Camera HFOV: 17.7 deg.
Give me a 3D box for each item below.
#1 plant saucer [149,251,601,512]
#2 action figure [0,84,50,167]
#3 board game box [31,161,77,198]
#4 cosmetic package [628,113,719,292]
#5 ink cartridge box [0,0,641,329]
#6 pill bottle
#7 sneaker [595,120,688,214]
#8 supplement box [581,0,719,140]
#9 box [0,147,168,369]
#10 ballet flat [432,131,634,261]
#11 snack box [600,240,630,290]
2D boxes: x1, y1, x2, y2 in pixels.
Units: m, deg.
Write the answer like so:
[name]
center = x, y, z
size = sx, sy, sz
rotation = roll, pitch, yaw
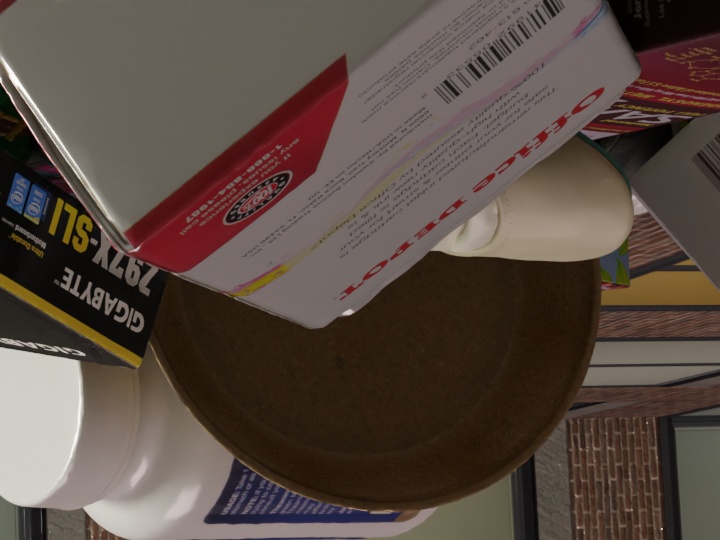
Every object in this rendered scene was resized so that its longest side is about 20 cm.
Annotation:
[plant saucer]
center = 0.000, 0.000, 0.932
size = 0.199, 0.202, 0.035
rotation = 0, 165, -20
[action figure]
center = -0.113, -0.071, 0.809
size = 0.118, 0.055, 0.200
rotation = 22, 152, -22
[board game box]
center = -0.160, -0.056, 0.993
size = 0.199, 0.065, 0.147
rotation = -9, 170, 32
[cosmetic package]
center = 0.202, -0.034, 1.082
size = 0.101, 0.071, 0.200
rotation = -43, 162, 10
[ink cartridge box]
center = -0.006, -0.065, 0.695
size = 0.145, 0.083, 0.200
rotation = -39, 166, 6
[pill bottle]
center = -0.059, 0.059, 0.987
size = 0.199, 0.112, 0.111
rotation = 5, 169, -41
[sneaker]
center = 0.053, -0.053, 1.095
size = 0.199, 0.075, 0.085
rotation = -15, 162, 19
[supplement box]
center = 0.114, -0.094, 0.827
size = 0.108, 0.061, 0.199
rotation = 5, 170, -42
[box]
center = -0.194, -0.021, 0.846
size = 0.199, 0.050, 0.160
rotation = 7, 162, 30
[ballet flat]
center = 0.000, -0.043, 0.829
size = 0.199, 0.070, 0.069
rotation = 26, -175, 26
[snack box]
center = 0.027, -0.020, 1.280
size = 0.168, 0.068, 0.199
rotation = -7, 169, 37
